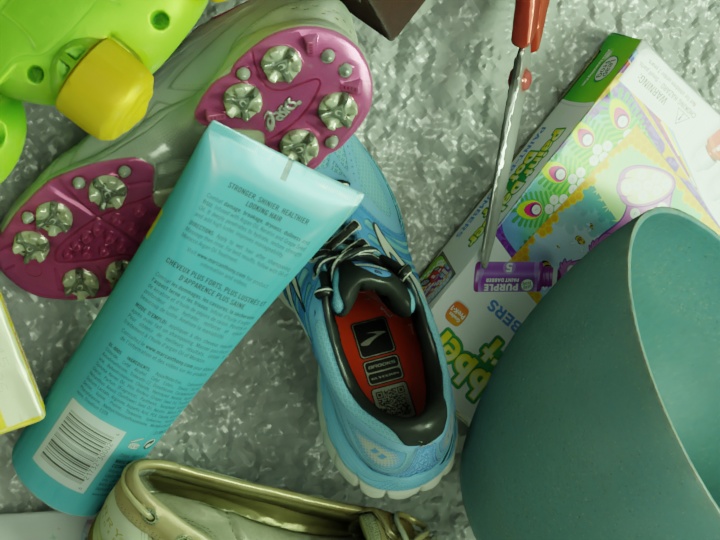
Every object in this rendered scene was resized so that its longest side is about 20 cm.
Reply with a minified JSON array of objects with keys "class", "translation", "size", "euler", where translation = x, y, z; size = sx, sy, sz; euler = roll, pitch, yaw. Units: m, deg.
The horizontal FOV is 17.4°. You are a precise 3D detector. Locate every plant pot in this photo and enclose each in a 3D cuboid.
[{"class":"plant pot","translation":[0.126,0.090,1.073],"size":[0.135,0.200,0.200],"euler":[-31,113,27]}]

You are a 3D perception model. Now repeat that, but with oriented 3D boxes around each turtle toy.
[{"class":"turtle toy","translation":[-0.139,-0.117,1.012],"size":[0.146,0.101,0.200],"euler":[39,88,2]}]

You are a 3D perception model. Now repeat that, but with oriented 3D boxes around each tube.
[{"class":"tube","translation":[-0.085,0.024,1.038],"size":[0.077,0.050,0.200],"euler":[22,120,-29]}]

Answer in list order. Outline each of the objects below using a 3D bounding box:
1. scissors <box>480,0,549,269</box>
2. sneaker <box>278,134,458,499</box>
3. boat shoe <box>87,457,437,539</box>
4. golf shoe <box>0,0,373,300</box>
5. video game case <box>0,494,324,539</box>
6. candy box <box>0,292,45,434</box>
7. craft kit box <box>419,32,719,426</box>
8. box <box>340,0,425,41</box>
[{"class":"scissors","translation":[0.081,-0.103,1.119],"size":[0.014,0.073,0.200],"euler":[8,101,16]},{"class":"sneaker","translation":[0.000,0.000,1.067],"size":[0.078,0.090,0.200],"euler":[-21,77,-14]},{"class":"boat shoe","translation":[-0.021,0.132,1.069],"size":[0.201,0.073,0.063],"euler":[18,136,-13]},{"class":"golf shoe","translation":[-0.079,-0.058,1.055],"size":[0.200,0.092,0.075],"euler":[-31,122,18]},{"class":"video game case","translation":[-0.091,0.187,1.060],"size":[0.200,0.182,0.024],"euler":[-2,143,-20]},{"class":"candy box","translation":[-0.248,0.051,1.023],"size":[0.200,0.026,0.102],"euler":[-19,103,-3]},{"class":"craft kit box","translation":[0.138,0.020,1.170],"size":[0.200,0.049,0.198],"euler":[40,88,-21]},{"class":"box","translation":[-0.003,-0.189,1.003],"size":[0.075,0.200,0.100],"euler":[36,84,23]}]
